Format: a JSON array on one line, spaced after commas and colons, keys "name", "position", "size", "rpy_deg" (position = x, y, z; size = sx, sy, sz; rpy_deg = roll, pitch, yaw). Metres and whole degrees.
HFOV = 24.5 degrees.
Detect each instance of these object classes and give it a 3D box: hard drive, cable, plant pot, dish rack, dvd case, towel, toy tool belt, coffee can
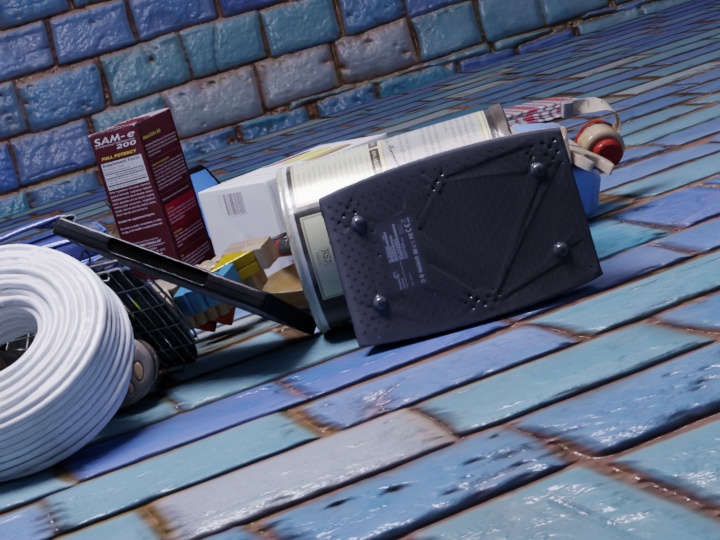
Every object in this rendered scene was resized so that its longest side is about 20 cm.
[{"name": "hard drive", "position": [0.078, -0.025, 1.306], "size": [0.198, 0.136, 0.042], "rpy_deg": [-17, -5, 3]}, {"name": "cable", "position": [-0.272, 0.067, 1.269], "size": [0.198, 0.070, 0.201], "rpy_deg": [-7, 46, 15]}, {"name": "plant pot", "position": [0.000, 0.000, 1.588], "size": [0.198, 0.028, 0.200], "rpy_deg": [-16, 11, 3]}, {"name": "dish rack", "position": [-0.241, 0.041, 1.417], "size": [0.198, 0.154, 0.055], "rpy_deg": [-12, 49, 22]}, {"name": "dvd case", "position": [-0.144, 0.006, 1.388], "size": [0.198, 0.018, 0.143], "rpy_deg": [20, -4, 18]}, {"name": "towel", "position": [0.220, -0.224, 2.485], "size": [0.198, 0.030, 0.146], "rpy_deg": [-15, 9, -8]}, {"name": "toy tool belt", "position": [0.175, -0.085, 1.576], "size": [0.198, 0.126, 0.123], "rpy_deg": [-10, 31, -13]}, {"name": "coffee can", "position": [0.042, -0.044, 1.405], "size": [0.198, 0.148, 0.146], "rpy_deg": [-15, 10, 3]}]

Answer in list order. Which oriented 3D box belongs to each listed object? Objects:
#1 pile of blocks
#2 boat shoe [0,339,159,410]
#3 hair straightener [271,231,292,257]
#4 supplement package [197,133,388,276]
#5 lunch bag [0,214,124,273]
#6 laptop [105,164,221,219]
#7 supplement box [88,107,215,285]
[{"name": "pile of blocks", "position": [-0.158, 0.041, 1.526], "size": [0.199, 0.063, 0.082], "rpy_deg": [-27, 23, -4]}, {"name": "boat shoe", "position": [-0.256, 0.097, 1.374], "size": [0.198, 0.075, 0.073], "rpy_deg": [-7, 0, 14]}, {"name": "hair straightener", "position": [-0.022, -0.032, 1.638], "size": [0.199, 0.041, 0.077], "rpy_deg": [-15, 8, 32]}, {"name": "supplement package", "position": [-0.058, -0.066, 1.799], "size": [0.113, 0.111, 0.199], "rpy_deg": [-6, 14, 44]}, {"name": "lunch bag", "position": [-0.327, 0.019, 1.698], "size": [0.198, 0.134, 0.136], "rpy_deg": [-19, 10, -13]}, {"name": "laptop", "position": [-0.176, -0.073, 2.046], "size": [0.199, 0.104, 0.177], "rpy_deg": [-7, 14, 43]}, {"name": "supplement box", "position": [-0.218, -0.064, 1.777], "size": [0.060, 0.202, 0.109], "rpy_deg": [-13, 10, 17]}]
